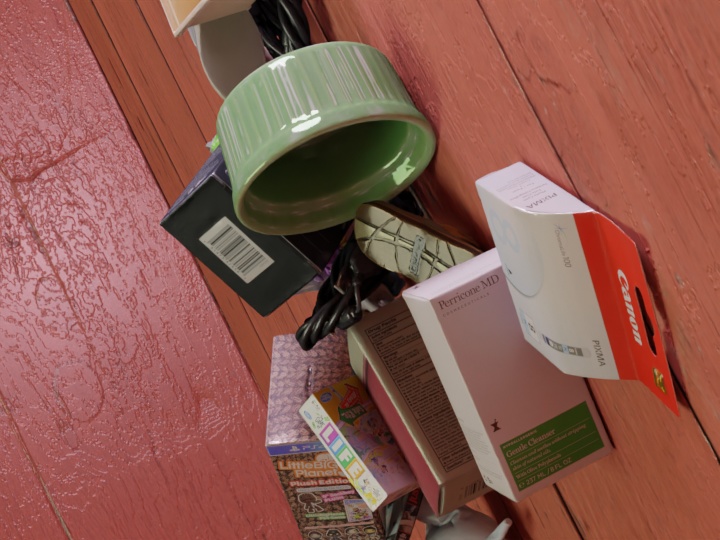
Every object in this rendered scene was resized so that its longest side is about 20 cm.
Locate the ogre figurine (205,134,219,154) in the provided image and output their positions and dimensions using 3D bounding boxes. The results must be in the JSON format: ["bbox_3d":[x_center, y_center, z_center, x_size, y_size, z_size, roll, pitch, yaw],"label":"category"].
[{"bbox_3d":[-0.109,-0.132,1.977,0.200,0.120,0.098,60,168,15],"label":"ogre figurine"}]

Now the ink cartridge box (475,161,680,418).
[{"bbox_3d":[0.168,0.019,1.250,0.200,0.047,0.160,48,160,61],"label":"ink cartridge box"}]

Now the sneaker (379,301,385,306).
[{"bbox_3d":[0.003,0.057,1.994,0.079,0.078,0.200,130,125,-72],"label":"sneaker"}]

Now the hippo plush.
[{"bbox_3d":[0.104,0.364,1.902,0.200,0.161,0.159,22,157,52],"label":"hippo plush"}]

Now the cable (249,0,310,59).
[{"bbox_3d":[-0.086,-0.282,1.726,0.200,0.051,0.163,65,164,11],"label":"cable"}]

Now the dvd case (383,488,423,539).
[{"bbox_3d":[0.049,0.247,1.913,0.022,0.200,0.146,23,156,-13],"label":"dvd case"}]

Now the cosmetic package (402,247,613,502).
[{"bbox_3d":[0.130,0.089,1.424,0.200,0.108,0.085,65,168,-11],"label":"cosmetic package"}]

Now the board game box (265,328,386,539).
[{"bbox_3d":[-0.035,0.192,1.829,0.160,0.097,0.200,-88,-13,-44],"label":"board game box"}]

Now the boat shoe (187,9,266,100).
[{"bbox_3d":[-0.153,-0.271,1.739,0.072,0.070,0.201,122,128,-83],"label":"boat shoe"}]

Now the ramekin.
[{"bbox_3d":[-0.038,-0.126,1.505,0.200,0.200,0.098,91,158,-66],"label":"ramekin"}]

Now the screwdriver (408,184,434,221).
[{"bbox_3d":[0.045,-0.085,1.606,0.028,0.029,0.200,90,157,-65],"label":"screwdriver"}]

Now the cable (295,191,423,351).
[{"bbox_3d":[0.000,0.000,1.651,0.051,0.200,0.163,31,138,-6],"label":"cable"}]

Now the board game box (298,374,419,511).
[{"bbox_3d":[0.046,0.164,1.722,0.135,0.200,0.034,52,131,16],"label":"board game box"}]

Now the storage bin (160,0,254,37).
[{"bbox_3d":[-0.152,-0.367,1.593,0.200,0.094,0.199,-27,85,64],"label":"storage bin"}]

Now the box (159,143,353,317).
[{"bbox_3d":[-0.086,-0.080,1.656,0.148,0.200,0.107,42,132,-12],"label":"box"}]

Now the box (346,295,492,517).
[{"bbox_3d":[0.087,0.128,1.640,0.200,0.128,0.109,60,168,24],"label":"box"}]

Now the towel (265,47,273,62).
[{"bbox_3d":[-0.098,-0.211,1.830,0.200,0.034,0.133,55,-168,14],"label":"towel"}]

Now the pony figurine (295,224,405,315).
[{"bbox_3d":[-0.017,-0.005,1.830,0.200,0.167,0.193,13,137,56],"label":"pony figurine"}]

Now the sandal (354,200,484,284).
[{"bbox_3d":[0.079,-0.010,1.523,0.200,0.054,0.080,34,126,29],"label":"sandal"}]
